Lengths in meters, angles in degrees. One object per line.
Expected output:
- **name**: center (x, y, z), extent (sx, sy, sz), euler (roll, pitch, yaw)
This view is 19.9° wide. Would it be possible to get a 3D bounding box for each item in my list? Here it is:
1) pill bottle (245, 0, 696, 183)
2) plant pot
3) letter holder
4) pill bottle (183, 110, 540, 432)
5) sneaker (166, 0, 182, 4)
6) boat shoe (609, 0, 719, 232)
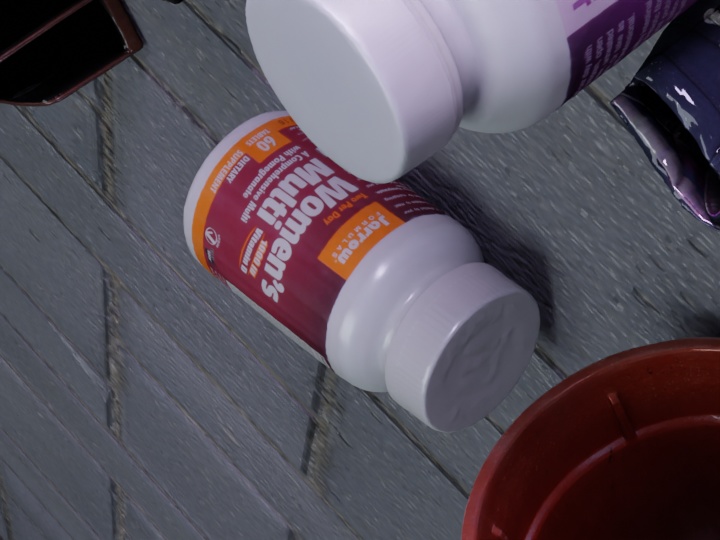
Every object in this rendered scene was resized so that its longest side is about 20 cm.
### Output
- **pill bottle**: center (0.060, -0.120, 0.735), extent (0.112, 0.200, 0.112), euler (42, 156, 23)
- **plant pot**: center (0.174, 0.171, 1.001), extent (0.201, 0.201, 0.195), euler (31, 159, 42)
- **letter holder**: center (-0.268, -0.165, 1.395), extent (0.200, 0.142, 0.101), euler (18, 140, 54)
- **pill bottle**: center (0.000, 0.000, 1.163), extent (0.200, 0.110, 0.110), euler (36, 154, 34)
- **sneaker**: center (-0.141, -0.216, 1.152), extent (0.199, 0.076, 0.114), euler (32, 145, 30)
- **boat shoe**: center (0.182, -0.025, 0.785), extent (0.200, 0.093, 0.075), euler (49, 158, 7)
